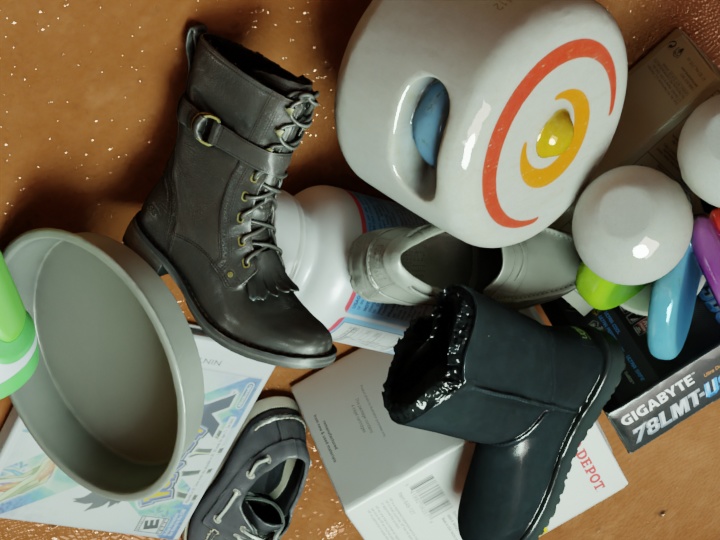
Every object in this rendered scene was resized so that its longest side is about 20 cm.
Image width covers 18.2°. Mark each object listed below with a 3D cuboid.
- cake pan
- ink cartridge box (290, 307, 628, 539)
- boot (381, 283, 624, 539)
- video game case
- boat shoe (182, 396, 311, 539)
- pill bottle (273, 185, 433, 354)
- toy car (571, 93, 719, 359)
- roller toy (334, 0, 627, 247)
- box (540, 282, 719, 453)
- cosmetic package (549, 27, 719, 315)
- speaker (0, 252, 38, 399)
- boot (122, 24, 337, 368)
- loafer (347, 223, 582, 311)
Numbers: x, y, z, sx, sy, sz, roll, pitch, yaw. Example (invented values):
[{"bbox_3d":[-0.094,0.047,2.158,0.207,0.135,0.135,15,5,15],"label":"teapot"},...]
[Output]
[{"bbox_3d":[-0.180,0.061,1.552,0.037,0.200,0.201,-27,142,-42],"label":"cake pan"},{"bbox_3d":[0.077,0.129,1.746,0.199,0.145,0.148,-29,133,2],"label":"ink cartridge box"},{"bbox_3d":[0.077,0.109,1.575,0.167,0.076,0.201,14,112,-38],"label":"boot"},{"bbox_3d":[-0.179,0.119,1.707,0.181,0.022,0.201,12,123,-32],"label":"video game case"},{"bbox_3d":[-0.089,0.192,1.780,0.072,0.063,0.201,2,130,-29],"label":"boat shoe"},{"bbox_3d":[0.000,0.000,1.626,0.199,0.109,0.109,14,121,-32],"label":"pill bottle"},{"bbox_3d":[0.251,-0.017,1.568,0.199,0.150,0.175,-35,162,4],"label":"toy car"},{"bbox_3d":[0.087,-0.114,1.509,0.183,0.139,0.200,-54,147,-6],"label":"roller toy"},{"bbox_3d":[0.249,0.024,1.696,0.198,0.200,0.050,-33,118,5],"label":"box"},{"bbox_3d":[0.203,-0.072,1.681,0.200,0.073,0.103,-41,133,12],"label":"cosmetic package"},{"bbox_3d":[-0.281,-0.008,1.495,0.088,0.089,0.201,-22,126,-6],"label":"speaker"},{"bbox_3d":[-0.069,-0.049,1.493,0.069,0.200,0.175,-17,139,-57],"label":"boot"},{"bbox_3d":[0.086,-0.003,1.576,0.199,0.070,0.071,-4,89,-34],"label":"loafer"}]
